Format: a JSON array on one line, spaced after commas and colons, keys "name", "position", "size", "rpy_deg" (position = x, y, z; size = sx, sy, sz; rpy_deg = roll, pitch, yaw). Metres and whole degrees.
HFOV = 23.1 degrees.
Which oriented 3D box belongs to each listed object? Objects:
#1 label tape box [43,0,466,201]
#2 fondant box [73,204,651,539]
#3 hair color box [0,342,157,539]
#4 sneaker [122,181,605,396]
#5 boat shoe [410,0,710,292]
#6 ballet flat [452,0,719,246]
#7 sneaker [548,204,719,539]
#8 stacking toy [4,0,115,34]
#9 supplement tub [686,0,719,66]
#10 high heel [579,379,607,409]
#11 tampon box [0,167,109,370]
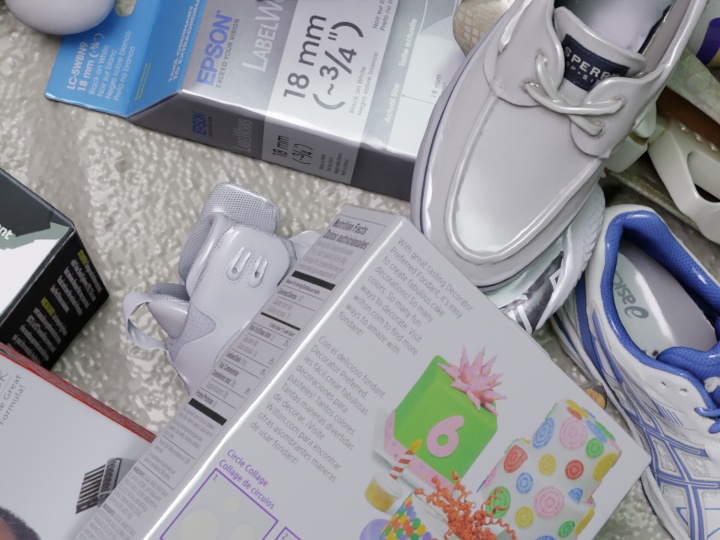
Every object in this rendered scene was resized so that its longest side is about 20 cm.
[{"name": "label tape box", "position": [-0.031, -0.125, 0.792], "size": [0.199, 0.063, 0.145], "rpy_deg": [15, 77, 0]}, {"name": "fondant box", "position": [-0.007, 0.098, 0.652], "size": [0.144, 0.058, 0.200], "rpy_deg": [43, 81, -21]}, {"name": "hair color box", "position": [-0.132, 0.095, 0.663], "size": [0.064, 0.200, 0.111], "rpy_deg": [29, 83, 32]}, {"name": "sneaker", "position": [0.000, 0.000, 0.728], "size": [0.200, 0.075, 0.115], "rpy_deg": [-38, 111, 6]}, {"name": "boat shoe", "position": [0.085, -0.080, 0.668], "size": [0.072, 0.066, 0.201], "rpy_deg": [35, 93, -5]}, {"name": "ballet flat", "position": [0.125, -0.058, 0.739], "size": [0.199, 0.067, 0.063], "rpy_deg": [25, 41, -25]}, {"name": "sneaker", "position": [0.148, 0.061, 0.750], "size": [0.075, 0.088, 0.200], "rpy_deg": [-37, 83, -12]}, {"name": "stacking toy", "position": [-0.198, -0.164, 0.772], "size": [0.199, 0.146, 0.147], "rpy_deg": [25, 77, -13]}, {"name": "supplement tub", "position": [0.218, -0.162, 0.771], "size": [0.198, 0.145, 0.147], "rpy_deg": [0, 78, -3]}, {"name": "high heel", "position": [0.044, 0.145, 0.731], "size": [0.199, 0.071, 0.143], "rpy_deg": [-32, 78, 4]}, {"name": "tampon box", "position": [-0.224, 0.032, 0.715], "size": [0.149, 0.126, 0.200], "rpy_deg": [36, 78, 6]}]
